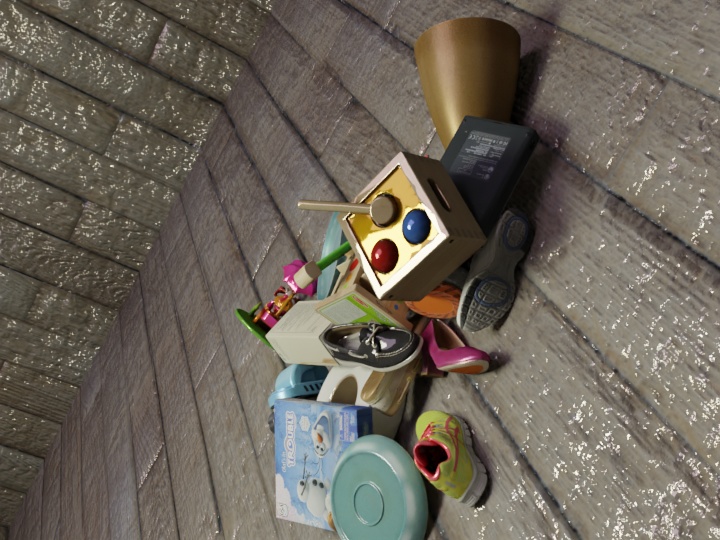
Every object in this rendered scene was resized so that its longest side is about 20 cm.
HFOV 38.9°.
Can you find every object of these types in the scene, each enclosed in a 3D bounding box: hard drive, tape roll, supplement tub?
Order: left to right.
[{"bbox_3d":[-0.006,0.238,1.750,0.202,0.070,0.204,-46,31,39],"label":"tape roll"},{"bbox_3d":[0.133,-0.034,1.644,0.122,0.122,0.202,-29,44,53],"label":"supplement tub"},{"bbox_3d":[0.174,-0.141,1.581,0.139,0.033,0.201,19,73,39],"label":"hard drive"}]

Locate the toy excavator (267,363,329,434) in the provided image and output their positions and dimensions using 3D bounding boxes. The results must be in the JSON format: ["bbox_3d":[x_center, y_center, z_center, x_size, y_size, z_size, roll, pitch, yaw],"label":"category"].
[{"bbox_3d":[-0.095,0.191,1.923,0.100,0.193,0.202,-34,67,50],"label":"toy excavator"}]

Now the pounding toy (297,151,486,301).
[{"bbox_3d":[0.043,-0.073,1.521,0.184,0.141,0.201,-43,62,29],"label":"pounding toy"}]

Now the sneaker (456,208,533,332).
[{"bbox_3d":[0.198,0.004,1.556,0.202,0.074,0.087,-63,16,-13],"label":"sneaker"}]

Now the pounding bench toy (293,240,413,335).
[{"bbox_3d":[0.000,0.000,1.695,0.124,0.199,0.157,-27,34,52],"label":"pounding bench toy"}]

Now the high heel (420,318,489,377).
[{"bbox_3d":[0.145,0.110,1.559,0.200,0.067,0.097,148,131,-72],"label":"high heel"}]

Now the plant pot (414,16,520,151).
[{"bbox_3d":[0.185,-0.293,1.732,0.186,0.185,0.203,-28,58,54],"label":"plant pot"}]

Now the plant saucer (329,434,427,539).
[{"bbox_3d":[0.019,0.351,1.540,0.199,0.027,0.203,-1,88,44],"label":"plant saucer"}]

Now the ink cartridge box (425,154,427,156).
[{"bbox_3d":[0.055,-0.119,1.977,0.200,0.057,0.164,-49,28,43],"label":"ink cartridge box"}]

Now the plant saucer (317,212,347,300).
[{"bbox_3d":[-0.051,-0.028,2.064,0.200,0.027,0.203,-169,90,-80],"label":"plant saucer"}]

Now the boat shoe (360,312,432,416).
[{"bbox_3d":[0.075,0.151,1.666,0.201,0.069,0.074,-54,16,-27],"label":"boat shoe"}]

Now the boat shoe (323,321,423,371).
[{"bbox_3d":[0.017,0.114,1.637,0.199,0.060,0.074,-2,47,51],"label":"boat shoe"}]

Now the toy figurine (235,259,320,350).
[{"bbox_3d":[-0.153,0.062,2.196,0.185,0.150,0.200,-50,1,3],"label":"toy figurine"}]

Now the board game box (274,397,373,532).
[{"bbox_3d":[-0.061,0.317,1.667,0.198,0.043,0.203,-1,91,45],"label":"board game box"}]

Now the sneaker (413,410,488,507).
[{"bbox_3d":[0.112,0.255,1.468,0.079,0.090,0.200,-62,23,11],"label":"sneaker"}]

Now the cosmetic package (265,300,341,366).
[{"bbox_3d":[-0.074,0.111,1.823,0.105,0.071,0.199,-45,20,-24],"label":"cosmetic package"}]
